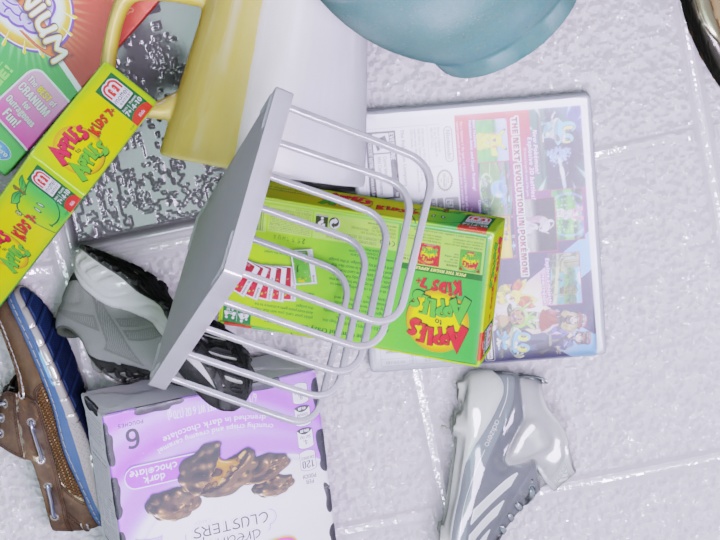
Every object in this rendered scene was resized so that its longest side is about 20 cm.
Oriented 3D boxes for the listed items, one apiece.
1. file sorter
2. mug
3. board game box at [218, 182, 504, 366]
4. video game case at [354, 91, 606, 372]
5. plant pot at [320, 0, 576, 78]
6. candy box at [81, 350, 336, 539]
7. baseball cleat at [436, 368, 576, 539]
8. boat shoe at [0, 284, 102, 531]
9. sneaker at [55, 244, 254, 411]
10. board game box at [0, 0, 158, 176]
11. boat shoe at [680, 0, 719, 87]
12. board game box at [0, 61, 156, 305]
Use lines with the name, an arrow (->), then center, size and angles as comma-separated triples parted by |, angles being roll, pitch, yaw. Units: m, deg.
file sorter -> -0.045, 0.000, 1.464 | 0.124, 0.200, 0.139 | 19, 62, -11
mug -> -0.073, -0.148, 1.562 | 0.186, 0.149, 0.154 | 6, 96, -37
board game box -> 0.000, 0.000, 1.614 | 0.199, 0.048, 0.102 | 9, 108, 12
video game case -> 0.089, -0.028, 1.652 | 0.181, 0.023, 0.201 | -4, 101, 2
plant pot -> 0.068, -0.217, 1.490 | 0.200, 0.201, 0.134 | -35, 121, 8
candy box -> -0.109, 0.178, 1.646 | 0.167, 0.072, 0.201 | -12, 105, -18
baseball cleat -> 0.109, 0.177, 1.672 | 0.106, 0.070, 0.201 | 6, 103, 0
boat shoe -> -0.243, 0.111, 1.662 | 0.072, 0.072, 0.201 | -20, 101, 6
sneaker -> -0.152, 0.056, 1.605 | 0.074, 0.200, 0.080 | 20, 100, -49
board game box -> -0.251, -0.195, 1.610 | 0.153, 0.040, 0.200 | 41, 100, -8
boat shoe -> 0.265, -0.211, 1.583 | 0.074, 0.076, 0.201 | -24, 102, 3
board game box -> -0.223, -0.055, 1.555 | 0.048, 0.102, 0.200 | 38, 142, -6
